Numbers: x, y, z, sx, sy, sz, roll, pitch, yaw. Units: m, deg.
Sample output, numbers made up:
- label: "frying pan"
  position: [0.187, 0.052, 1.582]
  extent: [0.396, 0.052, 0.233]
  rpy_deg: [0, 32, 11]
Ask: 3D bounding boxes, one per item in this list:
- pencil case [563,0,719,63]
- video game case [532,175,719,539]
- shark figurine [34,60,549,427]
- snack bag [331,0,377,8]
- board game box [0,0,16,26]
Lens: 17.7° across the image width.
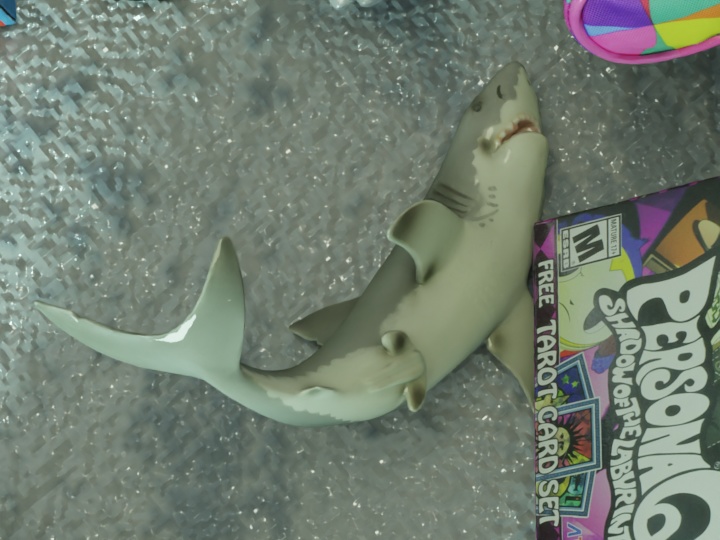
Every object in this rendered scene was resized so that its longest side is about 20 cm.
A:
- label: "pencil case"
  position: [0.087, -0.170, 0.787]
  extent: [0.088, 0.088, 0.201]
  rpy_deg: [-16, 65, 4]
- label: "video game case"
  position: [0.141, 0.060, 0.764]
  extent: [0.181, 0.036, 0.201]
  rpy_deg: [-14, 63, 32]
- label: "shark figurine"
  position: [-0.009, 0.019, 0.826]
  extent: [0.089, 0.214, 0.129]
  rpy_deg: [2, 113, 44]
- label: "snack bag"
  position: [0.011, -0.209, 0.858]
  extent: [0.200, 0.021, 0.189]
  rpy_deg: [-35, 78, -27]
- label: "board game box"
  position: [-0.247, -0.181, 0.909]
  extent: [0.195, 0.056, 0.201]
  rpy_deg: [-10, 79, 5]
